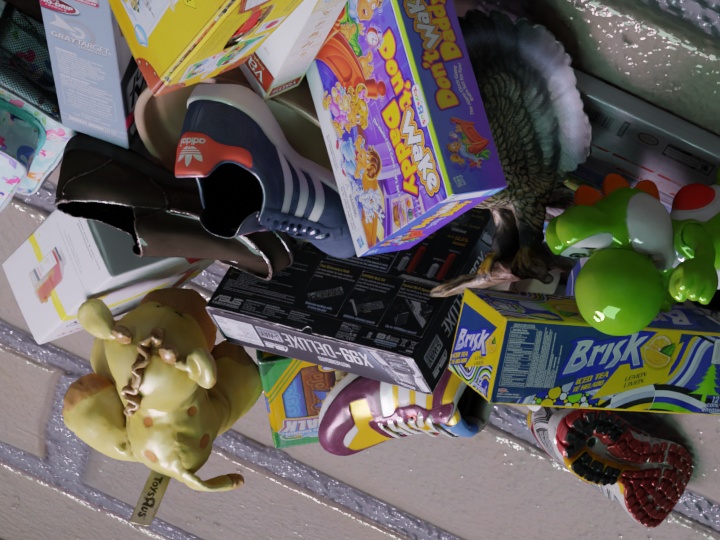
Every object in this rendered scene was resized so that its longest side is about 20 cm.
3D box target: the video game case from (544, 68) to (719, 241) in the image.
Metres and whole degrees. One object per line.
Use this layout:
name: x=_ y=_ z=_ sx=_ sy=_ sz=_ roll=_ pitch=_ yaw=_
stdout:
video game case: x=0.178 y=-0.067 z=1.504 sx=0.143 sy=0.018 sz=0.200 roll=25 pitch=151 yaw=-1

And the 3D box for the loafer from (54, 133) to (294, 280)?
loafer: x=-0.147 y=-0.034 z=1.565 sx=0.199 sy=0.072 sz=0.073 roll=22 pitch=153 yaw=7

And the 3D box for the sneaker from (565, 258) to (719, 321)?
sneaker: x=0.238 y=0.062 z=1.587 sx=0.198 sy=0.081 sz=0.115 roll=20 pitch=155 yaw=-16

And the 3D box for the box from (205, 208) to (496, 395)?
box: x=0.000 y=0.000 z=1.586 sx=0.199 sy=0.158 sz=0.050 roll=12 pitch=149 yaw=32

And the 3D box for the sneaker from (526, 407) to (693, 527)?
sneaker: x=0.222 y=0.159 z=1.794 sx=0.200 sy=0.078 sz=0.082 roll=38 pitch=175 yaw=-40

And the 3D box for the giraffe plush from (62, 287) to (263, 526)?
giraffe plush: x=-0.168 y=0.083 z=1.688 sx=0.171 sy=0.201 sz=0.163 roll=0 pitch=137 yaw=-1

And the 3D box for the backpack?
backpack: x=-0.320 y=-0.148 z=1.631 sx=0.200 sy=0.151 sz=0.177 roll=36 pitch=151 yaw=-11

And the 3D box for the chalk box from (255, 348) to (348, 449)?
chalk box: x=-0.027 y=0.066 z=1.729 sx=0.123 sy=0.125 sz=0.200 roll=-9 pitch=147 yaw=-3

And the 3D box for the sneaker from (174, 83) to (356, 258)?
sneaker: x=-0.069 y=-0.047 z=1.454 sx=0.075 sy=0.085 sz=0.200 roll=-2 pitch=149 yaw=39

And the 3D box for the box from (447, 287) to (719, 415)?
box: x=0.168 y=0.058 z=1.442 sx=0.199 sy=0.065 sz=0.070 roll=6 pitch=-164 yaw=-26

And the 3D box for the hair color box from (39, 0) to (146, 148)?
hair color box: x=-0.182 y=-0.191 z=1.491 sx=0.060 sy=0.099 sz=0.200 roll=19 pitch=151 yaw=10

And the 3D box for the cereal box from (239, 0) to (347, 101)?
cereal box: x=-0.064 y=-0.219 z=1.346 sx=0.144 sy=0.039 sz=0.200 roll=57 pitch=152 yaw=12

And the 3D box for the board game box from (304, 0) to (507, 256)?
board game box: x=0.020 y=-0.126 z=1.363 sx=0.045 sy=0.201 sz=0.134 roll=-10 pitch=168 yaw=-31

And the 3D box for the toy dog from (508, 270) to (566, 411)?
toy dog: x=0.131 y=0.069 z=1.681 sx=0.131 sy=0.097 sz=0.200 roll=23 pitch=151 yaw=3

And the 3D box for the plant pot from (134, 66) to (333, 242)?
plant pot: x=-0.061 y=-0.115 z=1.528 sx=0.200 sy=0.093 sz=0.201 roll=20 pitch=152 yaw=11

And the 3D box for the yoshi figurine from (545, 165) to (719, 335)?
yoshi figurine: x=0.223 y=0.002 z=1.397 sx=0.199 sy=0.112 sz=0.113 roll=2 pitch=128 yaw=-17

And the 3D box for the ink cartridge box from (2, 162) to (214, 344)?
ink cartridge box: x=-0.198 y=-0.020 z=1.724 sx=0.200 sy=0.145 sz=0.084 roll=-33 pitch=79 yaw=58

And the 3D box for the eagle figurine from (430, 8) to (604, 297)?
eagle figurine: x=0.090 y=-0.086 z=1.433 sx=0.151 sy=0.201 sz=0.151 roll=-14 pitch=-175 yaw=10

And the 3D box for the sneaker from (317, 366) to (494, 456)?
sneaker: x=0.048 y=0.105 z=1.614 sx=0.200 sy=0.090 sz=0.075 roll=-40 pitch=145 yaw=25

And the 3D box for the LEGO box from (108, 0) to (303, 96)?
LEGO box: x=-0.102 y=-0.218 z=1.282 sx=0.150 sy=0.077 sz=0.200 roll=64 pitch=153 yaw=4
